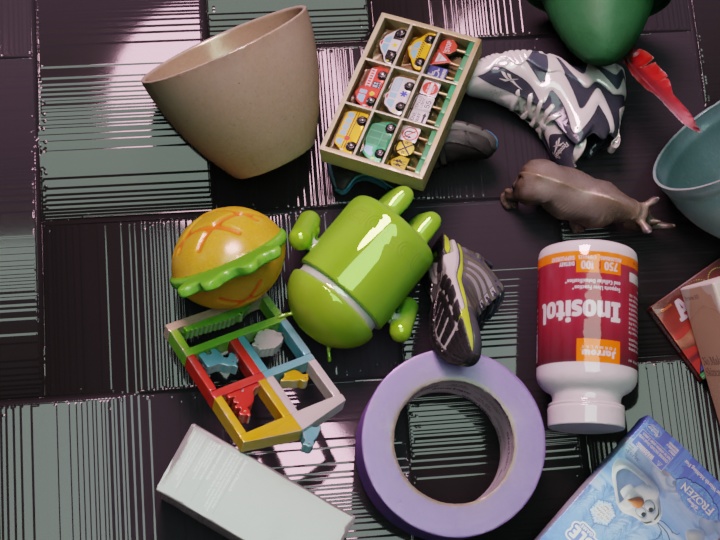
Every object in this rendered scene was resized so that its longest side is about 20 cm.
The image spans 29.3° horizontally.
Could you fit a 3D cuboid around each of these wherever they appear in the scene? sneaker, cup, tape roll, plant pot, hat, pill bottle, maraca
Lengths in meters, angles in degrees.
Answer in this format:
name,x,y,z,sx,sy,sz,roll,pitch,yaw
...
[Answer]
name,x,y,z,sx,sy,sz,roll,pitch,yaw
sneaker,0.059,-0.127,1.583,0.198,0.073,0.083,-2,79,5
cup,-0.124,-0.188,1.532,0.199,0.200,0.144,-28,109,-11
tape roll,0.095,0.191,1.496,0.198,0.085,0.201,1,75,-4
sneaker,0.215,-0.178,1.600,0.198,0.080,0.130,5,67,-14
plant pot,0.453,-0.104,1.561,0.200,0.200,0.134,-42,109,-13
hat,0.270,-0.237,1.569,0.165,0.200,0.177,8,82,-16
sneaker,0.121,0.033,1.505,0.080,0.074,0.201,15,36,-12
pill bottle,0.251,0.075,1.524,0.112,0.113,0.201,3,76,-4
maraca,-0.141,-0.010,1.470,0.136,0.200,0.107,-26,102,-1

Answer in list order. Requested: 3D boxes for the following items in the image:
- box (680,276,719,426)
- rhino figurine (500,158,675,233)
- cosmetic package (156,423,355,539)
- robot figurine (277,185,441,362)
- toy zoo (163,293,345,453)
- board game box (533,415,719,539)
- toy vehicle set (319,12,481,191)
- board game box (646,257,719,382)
name,x,y,z,sx,sy,sz,roll,pitch,yaw
box,0.433,0.102,1.529,0.077,0.095,0.201,-15,86,-11
rhino figurine,0.264,-0.076,1.576,0.199,0.087,0.060,17,76,-1
cosmetic package,-0.111,0.250,1.451,0.199,0.107,0.091,28,74,0
robot figurine,0.000,0.000,1.514,0.175,0.116,0.200,41,80,-10
toy zoo,-0.106,0.115,1.471,0.131,0.021,0.200,-19,56,-31
board game box,0.322,0.300,1.511,0.200,0.043,0.199,43,78,6
toy vehicle set,0.047,-0.193,1.553,0.124,0.027,0.201,16,64,14
board game box,0.441,0.032,1.601,0.199,0.019,0.103,-34,80,-12
